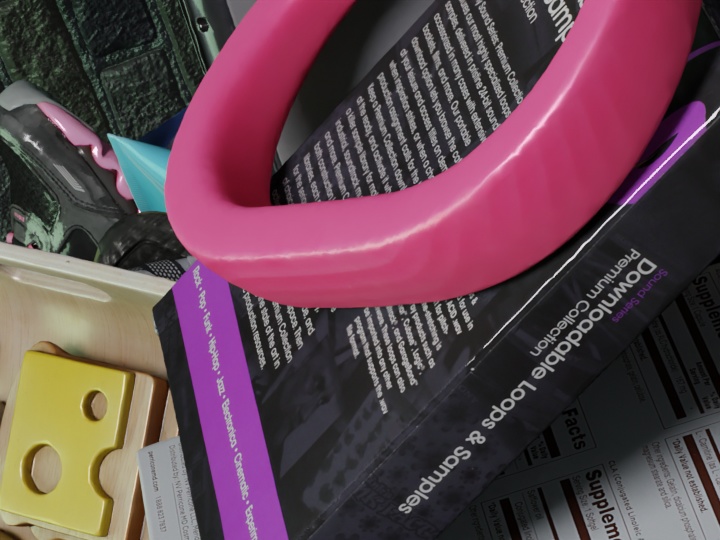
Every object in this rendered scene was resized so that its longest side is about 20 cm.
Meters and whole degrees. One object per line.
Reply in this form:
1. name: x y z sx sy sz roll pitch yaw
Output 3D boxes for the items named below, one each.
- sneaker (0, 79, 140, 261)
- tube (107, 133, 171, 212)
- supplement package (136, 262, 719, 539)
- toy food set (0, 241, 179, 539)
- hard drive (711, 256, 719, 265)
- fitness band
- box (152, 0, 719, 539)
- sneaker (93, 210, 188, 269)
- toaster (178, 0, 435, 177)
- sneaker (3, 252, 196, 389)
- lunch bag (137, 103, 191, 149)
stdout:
1. sneaker: -0.115 0.021 1.103 0.079 0.095 0.200 39 156 58
2. tube: 0.000 0.000 0.992 0.050 0.200 0.078 -52 -34 -32
3. supplement package: 0.062 0.132 0.808 0.147 0.200 0.192 -106 -2 -54
4. toy food set: -0.119 0.091 0.875 0.060 0.143 0.201 8 -88 -56
5. hard drive: 0.082 -0.082 0.936 0.140 0.033 0.200 -106 -2 -62
6. fitness band: 0.017 -0.060 0.719 0.037 0.144 0.200 33 160 -28
7. box: 0.026 -0.009 0.730 0.036 0.200 0.143 31 -156 -28
8. sneaker: -0.046 0.053 1.035 0.200 0.077 0.089 55 168 -30
9. toaster: -0.010 -0.117 0.899 0.181 0.118 0.200 -107 -2 -75
10. sneaker: -0.027 0.081 0.912 0.078 0.140 0.200 -3 -107 -75
11. lunch bag: 0.014 -0.050 1.120 0.133 0.200 0.136 60 166 -21
